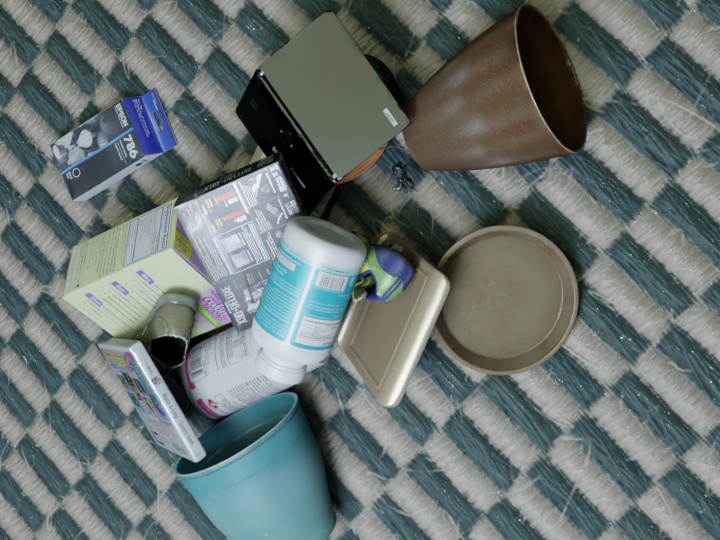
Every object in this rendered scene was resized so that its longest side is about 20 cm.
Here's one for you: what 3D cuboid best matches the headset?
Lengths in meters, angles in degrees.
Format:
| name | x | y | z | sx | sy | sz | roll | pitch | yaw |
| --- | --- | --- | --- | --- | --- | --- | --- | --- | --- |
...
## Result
| name | x | y | z | sx | sy | sz | roll | pitch | yaw |
| --- | --- | --- | --- | --- | --- | --- | --- | --- | --- |
| headset | 0.012 | -0.198 | 1.240 | 0.123 | 0.094 | 0.201 | -34 | 62 | 6 |

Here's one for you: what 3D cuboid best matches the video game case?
| name | x | y | z | sx | sy | sz | roll | pitch | yaw |
| --- | --- | --- | --- | --- | --- | --- | --- | --- | --- |
| video game case | -0.300 | 0.179 | 1.308 | 0.199 | 0.024 | 0.184 | -4 | 115 | 62 |

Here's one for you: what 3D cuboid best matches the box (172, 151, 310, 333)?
| name | x | y | z | sx | sy | sz | roll | pitch | yaw |
| --- | --- | --- | --- | --- | --- | --- | --- | --- | --- |
| box | -0.137 | -0.035 | 1.240 | 0.156 | 0.050 | 0.202 | -22 | 111 | 7 |

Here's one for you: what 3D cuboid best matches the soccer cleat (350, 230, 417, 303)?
| name | x | y | z | sx | sy | sz | roll | pitch | yaw |
| --- | --- | --- | --- | --- | --- | --- | --- | --- | --- |
| soccer cleat | 0.000 | 0.000 | 1.231 | 0.065 | 0.199 | 0.084 | 41 | 77 | -26 |

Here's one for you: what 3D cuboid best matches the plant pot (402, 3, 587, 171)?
| name | x | y | z | sx | sy | sz | roll | pitch | yaw |
| --- | --- | --- | --- | --- | --- | --- | --- | --- | --- |
| plant pot | 0.156 | -0.204 | 1.164 | 0.198 | 0.186 | 0.190 | -19 | 88 | 34 |

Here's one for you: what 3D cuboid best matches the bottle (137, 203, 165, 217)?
| name | x | y | z | sx | sy | sz | roll | pitch | yaw |
| --- | --- | --- | --- | --- | --- | --- | --- | --- | --- |
| bottle | -0.357 | -0.031 | 1.407 | 0.198 | 0.083 | 0.066 | -28 | 85 | 19 |

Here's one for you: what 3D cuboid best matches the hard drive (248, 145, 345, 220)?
| name | x | y | z | sx | sy | sz | roll | pitch | yaw |
| --- | --- | --- | --- | --- | --- | --- | --- | --- | --- |
| hard drive | -0.112 | -0.100 | 1.334 | 0.139 | 0.038 | 0.202 | 32 | 104 | 15 |

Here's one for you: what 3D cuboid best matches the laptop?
| name | x | y | z | sx | sy | sz | roll | pitch | yaw |
| --- | --- | --- | --- | --- | --- | --- | --- | --- | --- |
| laptop | -0.056 | -0.200 | 1.202 | 0.178 | 0.103 | 0.200 | 55 | 154 | 1 |

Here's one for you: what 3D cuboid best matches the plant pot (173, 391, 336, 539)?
| name | x | y | z | sx | sy | sz | roll | pitch | yaw |
| --- | --- | --- | --- | --- | --- | --- | --- | --- | --- |
| plant pot | -0.131 | 0.307 | 1.303 | 0.198 | 0.200 | 0.190 | -25 | 101 | 20 |

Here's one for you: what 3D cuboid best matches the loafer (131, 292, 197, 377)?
| name | x | y | z | sx | sy | sz | roll | pitch | yaw |
| --- | --- | --- | --- | --- | --- | --- | --- | --- | --- |
| loafer | -0.284 | 0.107 | 1.301 | 0.074 | 0.071 | 0.201 | 12 | 143 | -18 |

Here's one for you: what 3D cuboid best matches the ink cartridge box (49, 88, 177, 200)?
| name | x | y | z | sx | sy | sz | roll | pitch | yaw |
| --- | --- | --- | --- | --- | --- | --- | --- | --- | --- |
| ink cartridge box | -0.385 | -0.195 | 1.429 | 0.198 | 0.039 | 0.101 | -27 | 84 | 20 |

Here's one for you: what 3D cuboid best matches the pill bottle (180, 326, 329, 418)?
| name | x | y | z | sx | sy | sz | roll | pitch | yaw |
| --- | --- | --- | --- | --- | --- | --- | --- | --- | --- |
| pill bottle | -0.150 | 0.128 | 1.326 | 0.198 | 0.113 | 0.115 | -25 | 86 | 21 |

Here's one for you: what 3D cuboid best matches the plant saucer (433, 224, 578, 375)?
| name | x | y | z | sx | sy | sz | roll | pitch | yaw |
| --- | --- | --- | --- | --- | --- | --- | --- | --- | --- |
| plant saucer | 0.186 | 0.038 | 1.208 | 0.196 | 0.030 | 0.204 | 0 | 104 | 2 |

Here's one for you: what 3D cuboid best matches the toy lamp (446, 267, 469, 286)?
| name | x | y | z | sx | sy | sz | roll | pitch | yaw |
| --- | --- | --- | --- | --- | --- | --- | --- | --- | --- |
| toy lamp | 0.080 | 0.081 | 1.267 | 0.058 | 0.058 | 0.201 | 39 | 106 | 13 |

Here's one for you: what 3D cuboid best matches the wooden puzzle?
| name | x | y | z | sx | sy | sz | roll | pitch | yaw |
| --- | --- | --- | --- | --- | --- | --- | --- | --- | --- |
| wooden puzzle | 0.043 | 0.061 | 1.233 | 0.037 | 0.200 | 0.187 | 18 | 102 | -26 |

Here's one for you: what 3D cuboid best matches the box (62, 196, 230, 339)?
| name | x | y | z | sx | sy | sz | roll | pitch | yaw |
| --- | --- | --- | --- | --- | --- | --- | --- | --- | --- |
| box | -0.291 | 0.015 | 1.328 | 0.197 | 0.176 | 0.098 | -21 | 47 | 21 |

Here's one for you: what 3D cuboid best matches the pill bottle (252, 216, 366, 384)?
| name | x | y | z | sx | sy | sz | roll | pitch | yaw |
| --- | --- | --- | --- | --- | --- | --- | --- | --- | --- |
| pill bottle | -0.073 | 0.041 | 1.183 | 0.110 | 0.111 | 0.203 | 27 | 107 | 16 |

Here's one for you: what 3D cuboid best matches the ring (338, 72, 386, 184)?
| name | x | y | z | sx | sy | sz | roll | pitch | yaw |
| --- | --- | --- | --- | --- | --- | --- | --- | --- | --- |
| ring | -0.049 | -0.215 | 1.285 | 0.197 | 0.019 | 0.204 | -1 | 81 | 8 |
